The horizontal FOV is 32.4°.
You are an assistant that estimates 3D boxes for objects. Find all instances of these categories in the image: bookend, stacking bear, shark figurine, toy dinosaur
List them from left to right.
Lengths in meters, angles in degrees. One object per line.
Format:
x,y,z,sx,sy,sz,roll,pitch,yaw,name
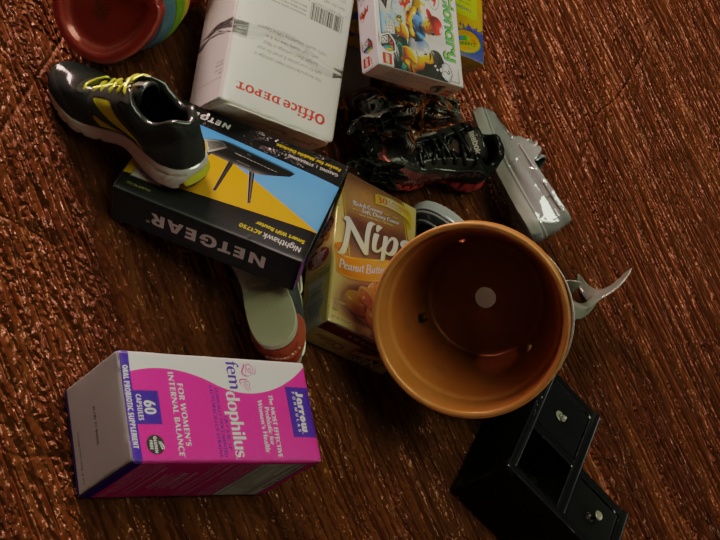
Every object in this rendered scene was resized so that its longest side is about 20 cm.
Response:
-0.225,-0.297,1.307,0.121,0.114,0.200,38,33,2,stacking bear
0.018,-0.169,1.435,0.136,0.199,0.102,-99,167,-53,toy dinosaur
0.230,0.232,1.403,0.200,0.092,0.199,47,43,-11,bookend
0.258,0.027,1.558,0.214,0.089,0.129,16,57,-32,shark figurine

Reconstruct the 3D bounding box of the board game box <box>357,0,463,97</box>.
0.053,-0.306,1.410,0.126,0.035,0.201,8,70,-37,board game box

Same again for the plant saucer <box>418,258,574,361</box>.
0.140,0.055,1.395,0.032,0.200,0.201,57,9,-79,plant saucer

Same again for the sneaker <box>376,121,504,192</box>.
0.097,-0.141,1.506,0.200,0.098,0.071,-1,68,-39,sneaker

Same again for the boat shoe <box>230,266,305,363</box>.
-0.093,0.007,1.275,0.063,0.071,0.201,64,11,-57,boat shoe

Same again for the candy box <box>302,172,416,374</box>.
0.000,0.000,1.364,0.115,0.055,0.201,27,51,-31,candy box

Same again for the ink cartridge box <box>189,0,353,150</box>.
-0.095,-0.243,1.348,0.146,0.084,0.201,19,72,-32,ink cartridge box

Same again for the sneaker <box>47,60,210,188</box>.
-0.222,-0.163,1.201,0.200,0.085,0.074,32,49,18,sneaker

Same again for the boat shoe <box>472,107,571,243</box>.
0.207,-0.133,1.590,0.072,0.068,0.200,65,0,-62,boat shoe

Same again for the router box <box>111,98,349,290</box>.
-0.129,-0.080,1.246,0.199,0.051,0.149,21,48,2,router box

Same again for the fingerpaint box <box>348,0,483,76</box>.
0.052,-0.338,1.495,0.199,0.073,0.168,15,66,-36,fingerpaint box

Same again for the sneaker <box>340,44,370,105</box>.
-0.029,-0.302,1.501,0.085,0.073,0.201,26,51,-42,sneaker

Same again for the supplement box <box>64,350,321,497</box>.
-0.149,0.141,1.115,0.200,0.103,0.102,8,60,-41,supplement box

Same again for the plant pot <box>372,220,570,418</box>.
0.124,0.040,1.295,0.200,0.200,0.140,55,17,0,plant pot

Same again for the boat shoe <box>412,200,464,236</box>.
0.112,0.013,1.452,0.068,0.072,0.200,-38,99,-47,boat shoe
